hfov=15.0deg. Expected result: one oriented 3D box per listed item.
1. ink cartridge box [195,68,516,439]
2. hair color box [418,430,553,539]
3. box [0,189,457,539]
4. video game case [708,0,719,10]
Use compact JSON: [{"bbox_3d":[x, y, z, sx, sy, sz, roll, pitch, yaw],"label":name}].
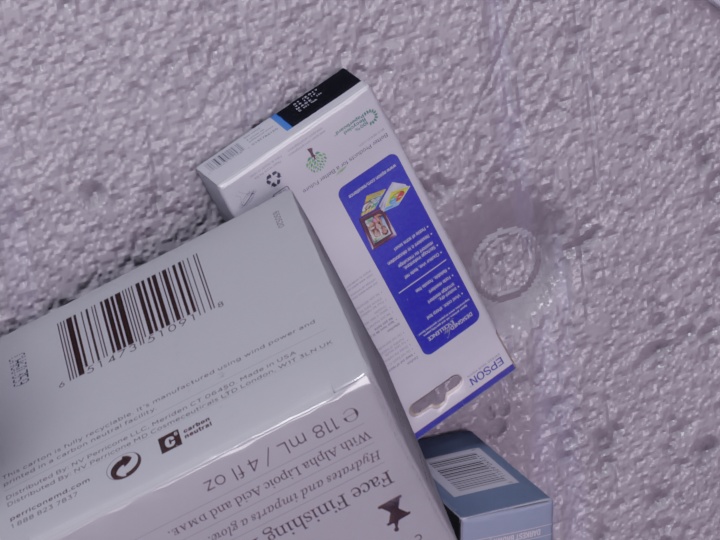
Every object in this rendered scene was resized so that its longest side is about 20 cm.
[{"bbox_3d":[0.000,0.000,1.465,0.099,0.039,0.200,-34,120,-11],"label":"ink cartridge box"},{"bbox_3d":[0.057,0.203,1.538,0.060,0.099,0.201,-10,114,-23],"label":"hair color box"},{"bbox_3d":[-0.076,0.094,1.348,0.198,0.200,0.131,-27,121,1],"label":"box"},{"bbox_3d":[0.205,-0.227,1.488,0.200,0.017,0.143,34,93,-33],"label":"video game case"}]
